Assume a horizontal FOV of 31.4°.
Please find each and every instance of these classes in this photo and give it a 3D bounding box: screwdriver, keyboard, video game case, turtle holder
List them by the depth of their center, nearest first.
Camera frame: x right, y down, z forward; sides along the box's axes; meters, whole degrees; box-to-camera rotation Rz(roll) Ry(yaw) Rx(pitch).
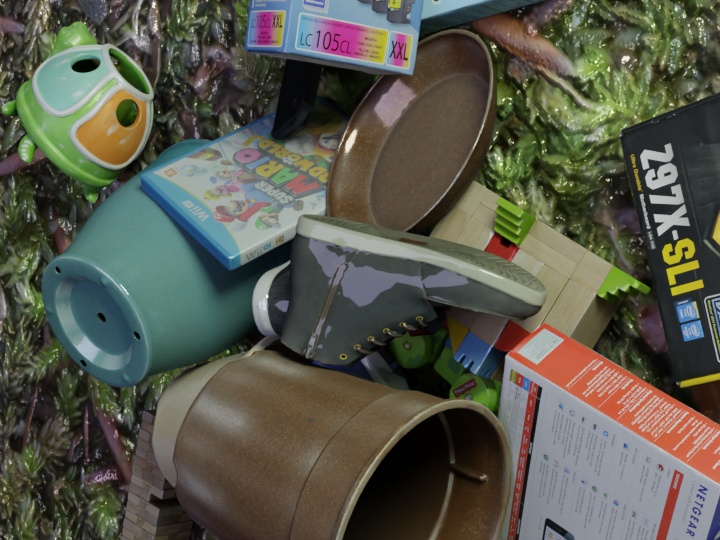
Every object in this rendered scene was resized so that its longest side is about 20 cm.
[{"bbox_3d":[0.086,-0.092,1.107,0.029,0.028,0.202,155,109,-71],"label":"screwdriver"},{"bbox_3d":[-0.076,-0.085,1.149,0.143,0.199,0.018,40,146,34],"label":"video game case"},{"bbox_3d":[-0.031,-0.218,1.171,0.104,0.039,0.202,-29,48,60],"label":"keyboard"},{"bbox_3d":[-0.292,-0.179,1.389,0.132,0.141,0.186,-42,22,17],"label":"turtle holder"}]

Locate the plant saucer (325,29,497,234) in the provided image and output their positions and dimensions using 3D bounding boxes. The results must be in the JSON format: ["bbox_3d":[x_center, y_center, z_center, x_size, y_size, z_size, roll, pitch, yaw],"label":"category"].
[{"bbox_3d":[0.048,-0.103,1.060,0.200,0.037,0.202,-36,39,36],"label":"plant saucer"}]

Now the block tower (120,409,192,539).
[{"bbox_3d":[-0.208,0.239,1.347,0.054,0.058,0.202,19,101,39],"label":"block tower"}]

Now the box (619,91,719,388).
[{"bbox_3d":[0.283,-0.030,0.919,0.159,0.049,0.202,-19,77,42],"label":"box"}]

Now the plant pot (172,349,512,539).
[{"bbox_3d":[-0.025,0.160,0.959,0.197,0.199,0.202,20,103,38],"label":"plant pot"}]

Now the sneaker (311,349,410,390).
[{"bbox_3d":[0.027,0.144,1.091,0.200,0.077,0.076,50,164,6],"label":"sneaker"}]

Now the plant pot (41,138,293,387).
[{"bbox_3d":[-0.185,0.005,1.193,0.199,0.188,0.201,20,127,28],"label":"plant pot"}]

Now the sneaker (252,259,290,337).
[{"bbox_3d":[0.000,0.000,1.098,0.111,0.200,0.074,-1,118,27],"label":"sneaker"}]

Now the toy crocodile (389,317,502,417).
[{"bbox_3d":[0.085,0.073,1.081,0.200,0.067,0.062,38,110,33],"label":"toy crocodile"}]

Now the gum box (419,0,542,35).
[{"bbox_3d":[0.083,-0.302,1.098,0.199,0.044,0.172,-7,85,41],"label":"gum box"}]

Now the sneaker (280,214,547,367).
[{"bbox_3d":[0.038,0.030,0.964,0.199,0.075,0.107,15,101,20],"label":"sneaker"}]

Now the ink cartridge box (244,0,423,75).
[{"bbox_3d":[-0.013,-0.271,1.057,0.076,0.136,0.202,13,98,53],"label":"ink cartridge box"}]

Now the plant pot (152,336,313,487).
[{"bbox_3d":[-0.093,0.152,1.173,0.183,0.199,0.202,-7,85,52],"label":"plant pot"}]

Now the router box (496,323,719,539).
[{"bbox_3d":[0.180,0.165,0.940,0.179,0.049,0.201,32,138,30],"label":"router box"}]

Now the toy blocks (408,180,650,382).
[{"bbox_3d":[0.114,0.024,1.011,0.200,0.100,0.137,35,97,32],"label":"toy blocks"}]
